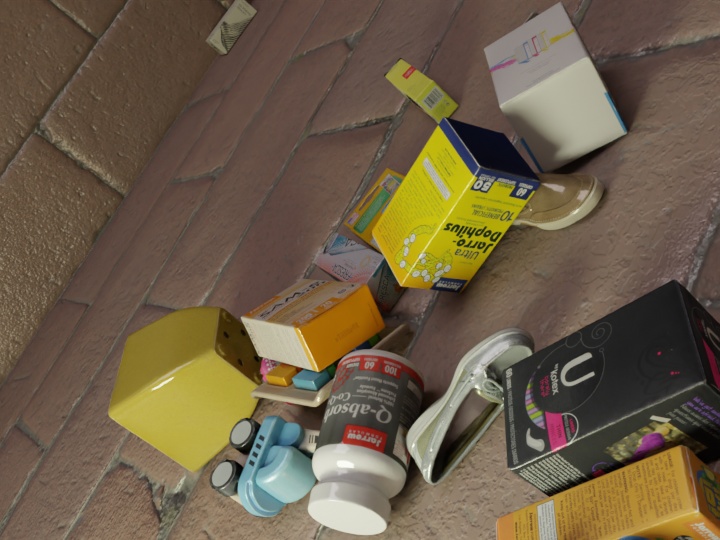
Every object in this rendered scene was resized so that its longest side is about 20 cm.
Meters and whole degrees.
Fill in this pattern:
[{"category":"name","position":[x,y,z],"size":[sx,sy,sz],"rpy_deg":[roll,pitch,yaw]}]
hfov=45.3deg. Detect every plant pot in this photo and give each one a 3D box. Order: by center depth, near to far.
[{"category":"plant pot","position":[-0.267,0.176,1.444],"size":[0.200,0.194,0.196],"rpy_deg":[-34,32,22]}]

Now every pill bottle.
[{"category":"pill bottle","position":[0.007,0.207,1.047],"size":[0.116,0.116,0.201],"rpy_deg":[-26,38,41]}]

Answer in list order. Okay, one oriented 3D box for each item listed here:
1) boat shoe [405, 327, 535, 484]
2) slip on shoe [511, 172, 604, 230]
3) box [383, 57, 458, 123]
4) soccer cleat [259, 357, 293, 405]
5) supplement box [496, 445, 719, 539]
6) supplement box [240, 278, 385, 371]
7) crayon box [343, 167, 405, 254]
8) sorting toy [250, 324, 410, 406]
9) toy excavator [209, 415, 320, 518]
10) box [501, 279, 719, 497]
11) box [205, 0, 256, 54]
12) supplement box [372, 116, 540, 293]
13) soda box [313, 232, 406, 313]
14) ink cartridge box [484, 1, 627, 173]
[{"category":"boat shoe","position":[0.130,0.153,0.973],"size":[0.202,0.074,0.065],"rpy_deg":[-50,33,14]},{"category":"slip on shoe","position":[0.226,-0.100,1.130],"size":[0.200,0.061,0.076],"rpy_deg":[6,62,59]},{"category":"box","position":[0.108,-0.330,1.577],"size":[0.050,0.075,0.200],"rpy_deg":[-47,26,10]},{"category":"soccer cleat","position":[-0.116,0.131,1.378],"size":[0.086,0.070,0.200],"rpy_deg":[-46,27,12]},{"category":"supplement box","position":[0.216,0.226,0.752],"size":[0.200,0.066,0.069],"rpy_deg":[-35,32,31]},{"category":"supplement box","position":[-0.073,0.074,1.252],"size":[0.126,0.074,0.200],"rpy_deg":[-32,17,-26]},{"category":"crayon box","position":[0.060,-0.085,1.382],"size":[0.126,0.052,0.200],"rpy_deg":[-52,28,1]},{"category":"sorting toy","position":[-0.049,0.126,1.236],"size":[0.185,0.037,0.200],"rpy_deg":[-36,14,-32]},{"category":"toy excavator","position":[-0.080,0.246,1.186],"size":[0.199,0.100,0.195],"rpy_deg":[-5,51,38]},{"category":"box","position":[0.241,0.121,0.794],"size":[0.200,0.106,0.123],"rpy_deg":[-34,33,31]},{"category":"box","position":[-0.471,-0.890,3.144],"size":[0.200,0.082,0.068],"rpy_deg":[-57,27,-5]},{"category":"supplement box","position":[0.121,-0.081,1.132],"size":[0.200,0.108,0.110],"rpy_deg":[-58,41,32]},{"category":"soda box","position":[0.000,0.000,1.363],"size":[0.069,0.064,0.200],"rpy_deg":[-54,28,-3]},{"category":"ink cartridge box","position":[0.258,-0.253,1.169],"size":[0.125,0.129,0.200],"rpy_deg":[-28,33,20]}]
